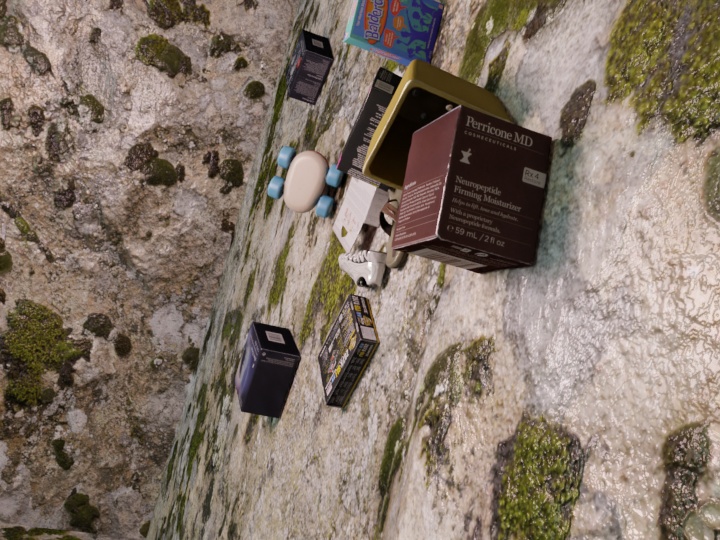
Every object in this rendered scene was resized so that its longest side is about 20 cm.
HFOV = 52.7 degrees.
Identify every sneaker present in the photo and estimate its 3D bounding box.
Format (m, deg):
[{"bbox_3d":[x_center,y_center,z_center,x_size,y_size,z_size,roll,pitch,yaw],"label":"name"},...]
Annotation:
[{"bbox_3d":[0.000,0.000,1.623,0.200,0.075,0.081,174,100,-69],"label":"sneaker"}]

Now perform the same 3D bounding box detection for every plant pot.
[{"bbox_3d":[0.131,-0.263,1.292,0.200,0.194,0.196,-86,20,-51],"label":"plant pot"}]

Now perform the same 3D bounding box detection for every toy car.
[{"bbox_3d":[-0.138,-0.258,2.092,0.200,0.184,0.177,-38,-32,-75],"label":"toy car"}]

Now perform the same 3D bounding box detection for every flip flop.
[{"bbox_3d":[0.067,-0.101,1.523,0.081,0.057,0.201,144,137,-60],"label":"flip flop"}]

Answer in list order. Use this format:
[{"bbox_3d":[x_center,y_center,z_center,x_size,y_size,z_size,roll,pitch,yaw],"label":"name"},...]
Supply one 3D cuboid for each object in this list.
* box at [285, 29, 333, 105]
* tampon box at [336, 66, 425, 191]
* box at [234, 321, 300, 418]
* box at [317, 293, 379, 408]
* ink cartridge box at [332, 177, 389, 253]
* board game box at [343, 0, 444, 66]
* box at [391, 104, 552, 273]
[{"bbox_3d":[-0.184,-0.717,2.561,0.200,0.104,0.182,-102,31,-51],"label":"box"},{"bbox_3d":[0.049,-0.304,1.562,0.150,0.126,0.200,-74,10,-58],"label":"tampon box"},{"bbox_3d":[-0.271,0.281,2.069,0.200,0.123,0.199,-130,56,-66],"label":"box"},{"bbox_3d":[-0.031,0.177,1.607,0.160,0.049,0.200,-108,38,-52],"label":"box"},{"bbox_3d":[-0.001,-0.144,1.754,0.200,0.045,0.177,-121,50,-64],"label":"ink cartridge box"},{"bbox_3d":[0.075,-0.549,1.612,0.045,0.199,0.153,-176,99,-70],"label":"board game box"},{"bbox_3d":[0.166,-0.114,1.109,0.164,0.165,0.201,168,115,-69],"label":"box"}]
